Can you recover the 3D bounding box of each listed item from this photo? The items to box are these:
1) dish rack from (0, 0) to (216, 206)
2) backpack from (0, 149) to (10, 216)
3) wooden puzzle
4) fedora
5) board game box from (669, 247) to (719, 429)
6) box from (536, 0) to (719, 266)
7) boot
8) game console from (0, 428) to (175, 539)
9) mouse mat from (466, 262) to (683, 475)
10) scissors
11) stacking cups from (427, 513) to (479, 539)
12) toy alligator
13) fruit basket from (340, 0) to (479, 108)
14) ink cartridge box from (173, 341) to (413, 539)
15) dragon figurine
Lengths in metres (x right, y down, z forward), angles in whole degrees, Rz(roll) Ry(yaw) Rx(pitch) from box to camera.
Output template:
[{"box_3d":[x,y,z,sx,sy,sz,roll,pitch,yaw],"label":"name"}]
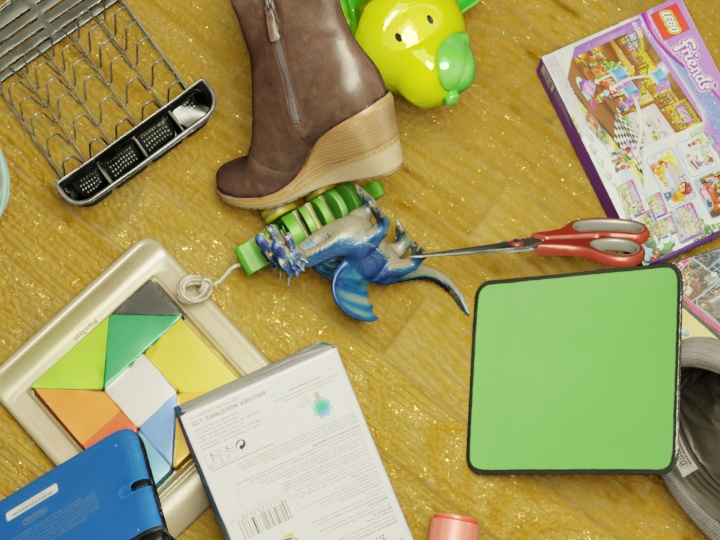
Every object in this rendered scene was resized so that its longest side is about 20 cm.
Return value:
[{"box_3d":[-0.232,-0.165,1.304,0.153,0.055,0.201,-36,81,-9],"label":"dish rack"},{"box_3d":[-0.378,-0.057,1.226,0.177,0.151,0.201,34,86,3],"label":"backpack"},{"box_3d":[-0.174,0.101,1.256,0.185,0.037,0.200,-42,82,-10],"label":"wooden puzzle"},{"box_3d":[0.309,0.130,1.175,0.089,0.179,0.199,-20,35,-29],"label":"fedora"},{"box_3d":[0.285,0.056,1.277,0.197,0.035,0.137,-16,83,-5],"label":"board game box"},{"box_3d":[0.253,-0.116,1.315,0.135,0.039,0.202,-23,79,-5],"label":"box"},{"box_3d":[-0.064,-0.142,1.228,0.072,0.198,0.168,-43,115,-46],"label":"boot"},{"box_3d":[-0.214,0.256,1.210,0.198,0.119,0.172,-30,49,7],"label":"game console"},{"box_3d":[0.166,0.080,1.221,0.198,0.007,0.163,-6,74,42],"label":"mouse mat"},{"box_3d":[0.137,-0.023,1.249,0.197,0.073,0.014,0,120,3],"label":"scissors"},{"box_3d":[0.065,0.295,1.212,0.060,0.061,0.203,12,76,1],"label":"stacking cups"},{"box_3d":[-0.060,-0.028,1.265,0.198,0.054,0.060,-29,86,-16],"label":"toy alligator"},{"box_3d":[0.013,-0.218,1.250,0.214,0.215,0.156,-35,121,-8],"label":"fruit basket"},{"box_3d":[-0.047,0.175,1.209,0.135,0.076,0.202,-23,93,-8],"label":"ink cartridge box"},{"box_3d":[0.000,0.000,1.251,0.100,0.200,0.059,-46,42,6],"label":"dragon figurine"}]
